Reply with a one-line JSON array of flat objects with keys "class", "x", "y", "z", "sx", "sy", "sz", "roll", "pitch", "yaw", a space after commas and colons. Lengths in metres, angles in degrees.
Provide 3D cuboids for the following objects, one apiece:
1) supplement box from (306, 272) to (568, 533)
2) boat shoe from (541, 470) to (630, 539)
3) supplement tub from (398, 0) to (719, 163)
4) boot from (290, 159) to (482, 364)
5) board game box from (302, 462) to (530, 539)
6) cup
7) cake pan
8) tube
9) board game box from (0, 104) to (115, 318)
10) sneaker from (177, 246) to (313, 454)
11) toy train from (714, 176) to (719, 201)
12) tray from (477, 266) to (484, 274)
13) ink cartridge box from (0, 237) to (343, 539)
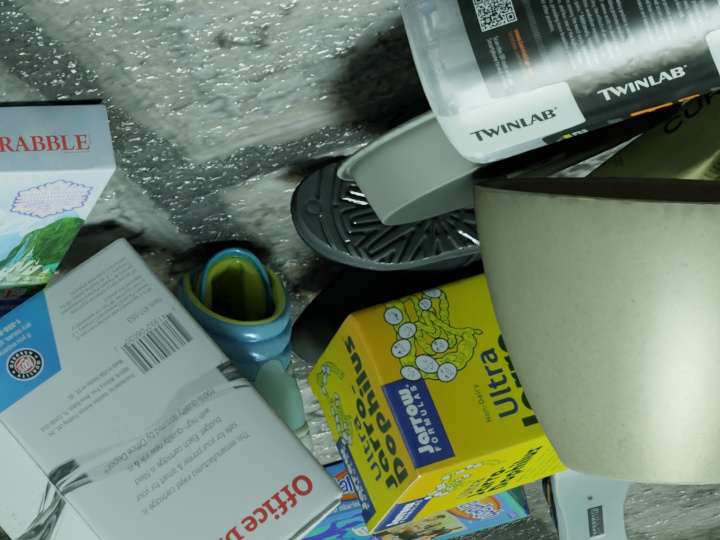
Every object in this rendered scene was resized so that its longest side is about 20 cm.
[{"class": "supplement box", "x": 0.086, "y": 0.066, "z": 1.526, "sx": 0.199, "sy": 0.109, "sz": 0.110, "roll": -17, "pitch": 162, "yaw": -22}, {"class": "boat shoe", "x": 0.174, "y": 0.155, "z": 2.006, "sx": 0.070, "sy": 0.091, "sz": 0.201, "roll": -10, "pitch": 132, "yaw": -8}, {"class": "supplement tub", "x": 0.124, "y": -0.134, "z": 1.173, "sx": 0.199, "sy": 0.123, "sz": 0.123, "roll": -17, "pitch": 158, "yaw": 13}, {"class": "boot", "x": 0.001, "y": 0.000, "z": 1.532, "sx": 0.164, "sy": 0.066, "sz": 0.200, "roll": 0, "pitch": 160, "yaw": -25}, {"class": "board game box", "x": 0.023, "y": 0.187, "z": 2.021, "sx": 0.199, "sy": 0.045, "sz": 0.152, "roll": -16, "pitch": 158, "yaw": 10}, {"class": "cup", "x": 0.154, "y": 0.029, "z": 1.280, "sx": 0.199, "sy": 0.144, "sz": 0.200, "roll": 2, "pitch": -175, "yaw": 0}, {"class": "cake pan", "x": 0.086, "y": -0.073, "z": 1.344, "sx": 0.199, "sy": 0.037, "sz": 0.200, "roll": -21, "pitch": 175, "yaw": -2}, {"class": "tube", "x": 0.192, "y": -0.077, "z": 1.393, "sx": 0.200, "sy": 0.058, "sz": 0.052, "roll": -39, "pitch": 133, "yaw": 21}, {"class": "board game box", "x": -0.252, "y": -0.024, "z": 1.348, "sx": 0.199, "sy": 0.041, "sz": 0.200, "roll": -4, "pitch": 157, "yaw": -23}, {"class": "sneaker", "x": -0.094, "y": 0.041, "z": 1.567, "sx": 0.079, "sy": 0.132, "sz": 0.200, "roll": -14, "pitch": -162, "yaw": -30}, {"class": "toy train", "x": 0.242, "y": -0.055, "z": 1.444, "sx": 0.150, "sy": 0.056, "sz": 0.200, "roll": -43, "pitch": 179, "yaw": -28}, {"class": "tray", "x": 0.161, "y": -0.005, "z": 1.634, "sx": 0.199, "sy": 0.037, "sz": 0.099, "roll": 1, "pitch": 155, "yaw": -28}, {"class": "ink cartridge box", "x": -0.132, "y": 0.105, "z": 1.429, "sx": 0.146, "sy": 0.200, "sz": 0.086, "roll": -36, "pitch": 173, "yaw": -39}]
